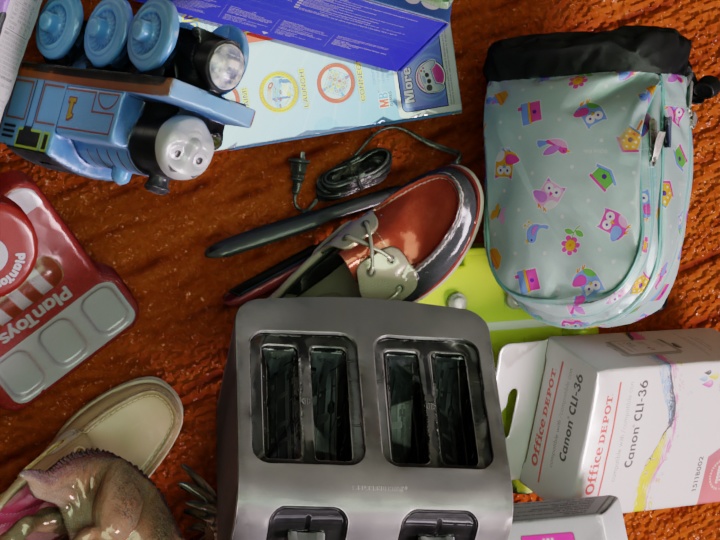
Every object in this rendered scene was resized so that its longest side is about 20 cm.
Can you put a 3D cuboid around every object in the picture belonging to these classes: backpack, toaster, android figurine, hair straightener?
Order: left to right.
[{"bbox_3d":[-0.020,-0.050,1.224,0.199,0.041,0.078,-26,102,-9],"label":"hair straightener"},{"bbox_3d":[0.000,0.116,1.126,0.179,0.201,0.119,4,138,-9],"label":"toaster"},{"bbox_3d":[0.088,0.066,1.268,0.180,0.041,0.202,-2,98,-15],"label":"android figurine"},{"bbox_3d":[0.151,-0.060,1.188,0.126,0.166,0.202,7,82,-59],"label":"backpack"}]

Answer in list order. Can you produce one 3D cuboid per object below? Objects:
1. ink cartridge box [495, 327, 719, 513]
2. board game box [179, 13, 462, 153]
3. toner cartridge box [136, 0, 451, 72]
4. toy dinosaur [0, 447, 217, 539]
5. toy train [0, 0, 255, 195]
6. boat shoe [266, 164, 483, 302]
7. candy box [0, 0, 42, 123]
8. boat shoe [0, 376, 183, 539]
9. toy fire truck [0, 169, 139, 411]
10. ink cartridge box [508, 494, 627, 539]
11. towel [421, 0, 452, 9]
[{"bbox_3d":[0.187,0.110,1.248,0.198,0.067,0.118,-2,111,-30],"label":"ink cartridge box"},{"bbox_3d":[-0.041,-0.193,1.197,0.194,0.056,0.202,-10,98,-14],"label":"board game box"},{"bbox_3d":[-0.048,-0.185,1.114,0.198,0.095,0.044,13,72,-16],"label":"toner cartridge box"},{"bbox_3d":[-0.147,0.164,1.132,0.136,0.086,0.200,-50,119,-19],"label":"toy dinosaur"},{"bbox_3d":[-0.148,-0.112,1.109,0.086,0.199,0.115,15,89,-44],"label":"toy train"},{"bbox_3d":[0.000,0.000,1.181,0.200,0.062,0.072,-40,65,22],"label":"boat shoe"},{"bbox_3d":[-0.284,-0.202,1.096,0.166,0.072,0.202,19,90,5],"label":"candy box"},{"bbox_3d":[-0.197,0.154,1.183,0.200,0.069,0.074,-43,104,-7],"label":"boat shoe"},{"bbox_3d":[-0.262,0.033,1.142,0.200,0.112,0.168,-39,122,-7],"label":"toy fire truck"},{"bbox_3d":[0.102,0.254,1.231,0.198,0.044,0.175,-9,100,27],"label":"ink cartridge box"},{"bbox_3d":[-0.020,-0.233,1.088,0.199,0.153,0.024,24,121,0],"label":"towel"}]
